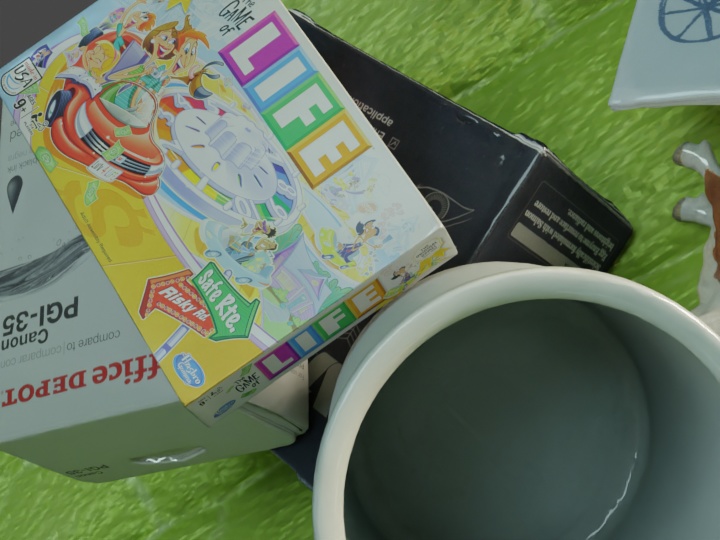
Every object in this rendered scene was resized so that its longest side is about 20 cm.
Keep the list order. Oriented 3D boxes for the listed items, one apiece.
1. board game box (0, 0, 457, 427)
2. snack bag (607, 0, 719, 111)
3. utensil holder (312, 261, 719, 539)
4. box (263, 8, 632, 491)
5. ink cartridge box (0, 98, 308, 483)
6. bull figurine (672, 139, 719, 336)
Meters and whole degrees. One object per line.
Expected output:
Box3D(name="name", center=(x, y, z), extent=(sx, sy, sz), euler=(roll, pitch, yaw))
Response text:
Box3D(name="board game box", center=(-0.066, -0.049, 0.731), extent=(0.134, 0.034, 0.200), euler=(-35, 65, 0))
Box3D(name="snack bag", center=(0.231, -0.149, 0.780), extent=(0.199, 0.021, 0.189), euler=(-1, 50, 28))
Box3D(name="utensil holder", center=(0.065, 0.078, 0.660), extent=(0.169, 0.200, 0.171), euler=(0, 94, -1))
Box3D(name="box", center=(0.000, 0.000, 0.859), extent=(0.196, 0.117, 0.201), euler=(35, 92, 38))
Box3D(name="ink cartridge box", center=(-0.106, -0.009, 0.810), extent=(0.146, 0.083, 0.201), euler=(-15, 65, 28))
Box3D(name="bull figurine", center=(0.209, -0.031, 0.764), extent=(0.200, 0.065, 0.122), euler=(-41, 49, 8))
